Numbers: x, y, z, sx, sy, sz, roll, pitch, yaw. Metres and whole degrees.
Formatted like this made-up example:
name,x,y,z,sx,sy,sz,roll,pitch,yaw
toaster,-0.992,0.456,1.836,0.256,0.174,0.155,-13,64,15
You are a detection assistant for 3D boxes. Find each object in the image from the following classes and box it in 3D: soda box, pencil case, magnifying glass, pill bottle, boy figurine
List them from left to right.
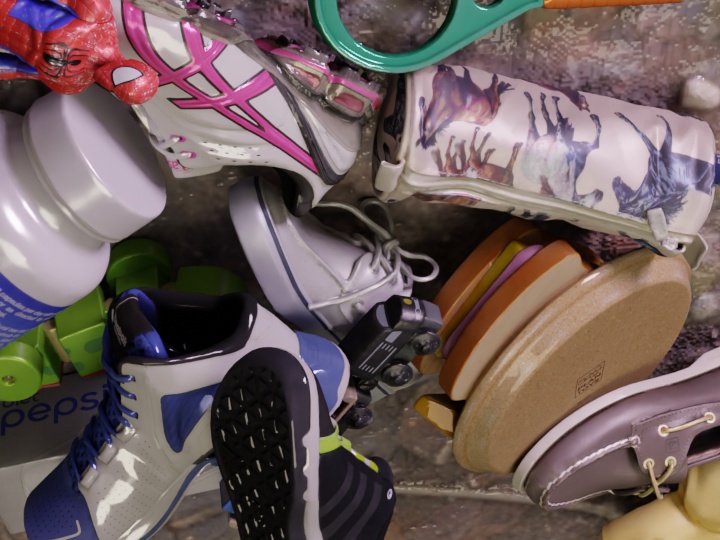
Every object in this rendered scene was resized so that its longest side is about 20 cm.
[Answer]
name,x,y,z,sx,sy,sz,roll,pitch,yaw
pill bottle,-0.204,-0.015,0.907,0.200,0.112,0.112,-30,131,18
soda box,-0.130,0.098,1.060,0.200,0.068,0.064,-12,134,2
magnifying glass,0.072,-0.144,0.880,0.200,0.022,0.080,-5,106,-15
pencil case,0.098,-0.059,0.935,0.200,0.090,0.078,10,130,-18
boy figurine,0.220,0.189,1.214,0.124,0.064,0.200,6,131,-15

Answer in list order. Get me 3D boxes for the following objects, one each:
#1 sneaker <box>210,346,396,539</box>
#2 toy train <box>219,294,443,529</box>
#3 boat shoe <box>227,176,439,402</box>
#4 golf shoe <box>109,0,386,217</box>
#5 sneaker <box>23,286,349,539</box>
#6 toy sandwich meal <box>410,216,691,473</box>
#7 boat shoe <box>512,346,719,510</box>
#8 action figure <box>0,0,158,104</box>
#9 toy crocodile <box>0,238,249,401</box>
name,x,y,z,sx,sy,sz,roll,pitch,yaw
sneaker,-0.024,0.110,0.926,0.083,0.072,0.200,-32,136,-31
toy train,-0.025,0.085,0.997,0.046,0.034,0.200,22,124,-29
boat shoe,0.001,0.004,0.989,0.086,0.075,0.202,-23,136,12
golf shoe,-0.084,-0.091,0.864,0.200,0.073,0.092,23,98,-27
sneaker,-0.117,0.069,0.943,0.199,0.081,0.115,-34,127,12
toy sandwich meal,0.112,0.042,1.038,0.205,0.070,0.205,-32,152,-20
boat shoe,0.187,0.106,1.076,0.200,0.060,0.072,-20,148,-28
action figure,-0.184,-0.125,0.795,0.200,0.052,0.065,24,124,1
toy crocodile,-0.161,0.036,0.994,0.200,0.068,0.062,-16,134,4
